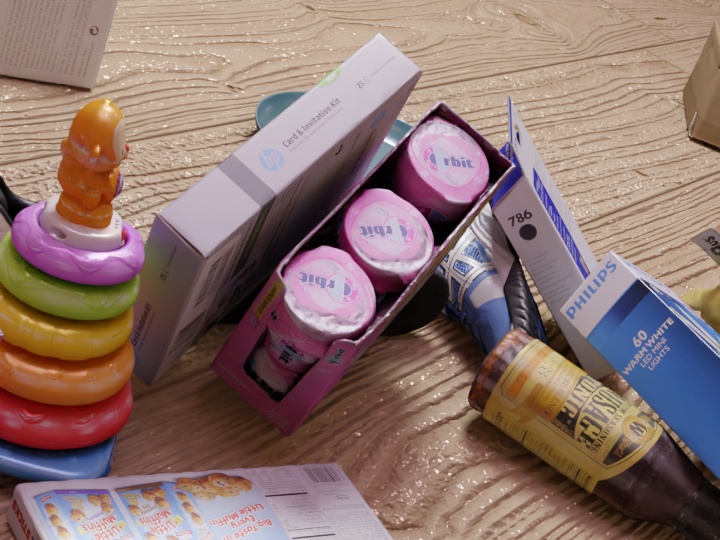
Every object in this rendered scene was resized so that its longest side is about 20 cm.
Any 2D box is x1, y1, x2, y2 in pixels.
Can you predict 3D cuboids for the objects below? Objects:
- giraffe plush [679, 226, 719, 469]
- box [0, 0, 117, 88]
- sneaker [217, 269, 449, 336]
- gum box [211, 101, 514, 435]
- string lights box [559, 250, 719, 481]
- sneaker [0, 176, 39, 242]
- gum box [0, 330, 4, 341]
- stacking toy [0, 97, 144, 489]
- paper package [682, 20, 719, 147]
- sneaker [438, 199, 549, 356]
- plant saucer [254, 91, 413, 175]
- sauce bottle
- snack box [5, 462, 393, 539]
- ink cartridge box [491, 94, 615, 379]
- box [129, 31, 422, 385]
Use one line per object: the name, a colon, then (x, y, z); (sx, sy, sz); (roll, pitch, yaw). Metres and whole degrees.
giraffe plush: (0.318, 0.078, 1.085); (0.198, 0.173, 0.163); (24, 45, -20)
box: (-0.315, -0.242, 1.226); (0.198, 0.107, 0.153); (6, 30, -31)
sneaker: (-0.039, -0.012, 1.049); (0.199, 0.068, 0.108); (3, 34, -30)
gum box: (0.000, 0.000, 0.911); (0.066, 0.114, 0.200); (40, 51, 3)
string lights box: (0.230, 0.081, 0.991); (0.102, 0.059, 0.200); (27, 18, -47)
sneaker: (-0.248, -0.026, 0.889); (0.198, 0.088, 0.076); (6, 32, -28)
gum box: (-0.270, 0.028, 0.736); (0.199, 0.114, 0.066); (37, 30, 29)
stacking toy: (-0.153, 0.002, 0.777); (0.109, 0.202, 0.116); (17, 25, -9)
paper package: (0.494, -0.194, 1.774); (0.198, 0.104, 0.191); (21, 24, 0)
sneaker: (0.088, 0.020, 1.103); (0.076, 0.076, 0.201); (-20, 42, 5)
plant saucer: (0.000, -0.095, 1.285); (0.198, 0.028, 0.201); (18, 27, -9)
sauce bottle: (0.164, 0.115, 0.966); (0.199, 0.067, 0.066); (33, 28, 15)
snack box: (-0.079, 0.136, 0.783); (0.198, 0.025, 0.072); (2, 33, -36)
ink cartridge box: (0.140, -0.024, 1.113); (0.201, 0.039, 0.100); (60, 17, -19)
box: (-0.057, -0.036, 0.894); (0.041, 0.156, 0.200); (43, 56, 7)
